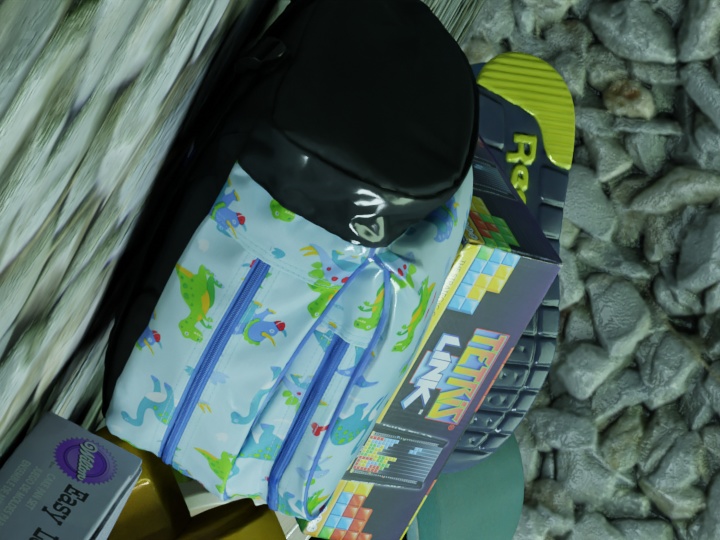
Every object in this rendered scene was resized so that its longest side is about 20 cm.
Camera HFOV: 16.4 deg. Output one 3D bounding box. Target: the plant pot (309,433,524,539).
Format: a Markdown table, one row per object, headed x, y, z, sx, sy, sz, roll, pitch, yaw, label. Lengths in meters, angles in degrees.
| x | y | z | sx | sy | sz | roll | pitch | yaw | label |
| --- | --- | --- | --- | --- | --- | --- | --- | --- | --- |
| -0.009 | 0.135 | 1.467 | 0.196 | 0.200 | 0.201 | -11 | 134 | -60 | plant pot |

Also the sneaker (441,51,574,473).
| x | y | z | sx | sy | sz | roll | pitch | yaw | label |
| --- | --- | --- | --- | --- | --- | --- | --- | --- | --- |
| 0.049 | -0.003 | 1.197 | 0.082 | 0.074 | 0.202 | 7 | -95 | 57 | sneaker |

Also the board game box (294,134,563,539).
| x | y | z | sx | sy | sz | roll | pitch | yaw | label |
| --- | --- | --- | --- | --- | --- | --- | --- | --- | --- |
| 0.000 | 0.000 | 1.155 | 0.166 | 0.056 | 0.200 | -60 | -146 | 25 | board game box |

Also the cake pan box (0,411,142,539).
| x | y | z | sx | sy | sz | roll | pitch | yaw | label |
| --- | --- | --- | --- | --- | --- | --- | --- | --- | --- |
| -0.164 | 0.172 | 0.951 | 0.185 | 0.052 | 0.200 | -60 | 179 | 35 | cake pan box |

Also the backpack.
| x | y | z | sx | sy | sz | roll | pitch | yaw | label |
| --- | --- | --- | --- | --- | --- | --- | --- | --- | --- |
| -0.029 | 0.002 | 0.998 | 0.200 | 0.153 | 0.163 | -45 | -168 | 29 | backpack |

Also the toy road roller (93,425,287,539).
| x | y | z | sx | sy | sz | roll | pitch | yaw | label |
| --- | --- | --- | --- | --- | --- | --- | --- | --- | --- |
| -0.127 | 0.156 | 1.135 | 0.199 | 0.147 | 0.123 | -23 | 180 | 3 | toy road roller |

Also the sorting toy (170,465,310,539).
| x | y | z | sx | sy | sz | roll | pitch | yaw | label |
| --- | --- | --- | --- | --- | --- | --- | --- | --- | --- |
| -0.127 | 0.163 | 1.282 | 0.200 | 0.107 | 0.180 | -50 | 168 | 10 | sorting toy |
